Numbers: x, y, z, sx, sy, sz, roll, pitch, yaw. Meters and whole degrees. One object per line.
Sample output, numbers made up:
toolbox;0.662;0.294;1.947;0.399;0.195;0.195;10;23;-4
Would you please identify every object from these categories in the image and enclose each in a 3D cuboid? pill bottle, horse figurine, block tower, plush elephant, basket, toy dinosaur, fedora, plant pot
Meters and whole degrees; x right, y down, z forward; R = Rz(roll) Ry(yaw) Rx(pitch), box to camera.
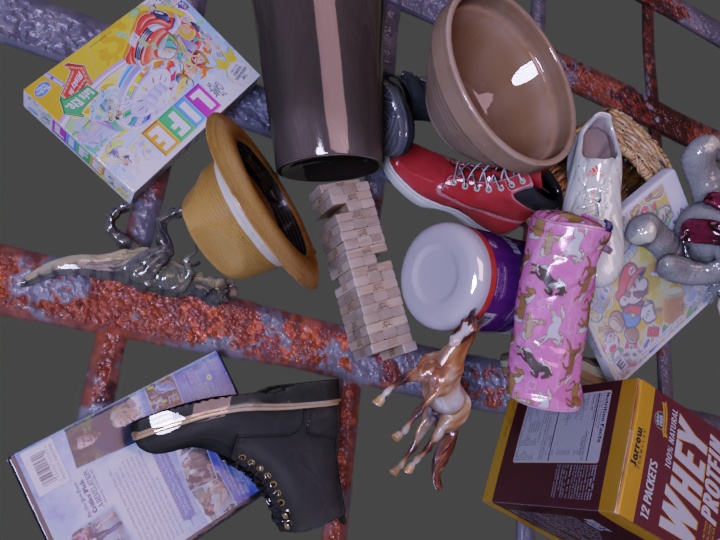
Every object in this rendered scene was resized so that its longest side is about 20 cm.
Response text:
pill bottle;0.144;0.014;0.731;0.198;0.111;0.114;8;71;-46
horse figurine;0.077;0.142;0.670;0.132;0.050;0.202;-40;138;-26
block tower;0.000;0.000;0.710;0.057;0.054;0.203;-13;82;-29
plush elephant;0.426;-0.030;0.718;0.164;0.154;0.201;-42;109;-13
basket;0.320;-0.091;0.852;0.148;0.142;0.201;-36;93;-31
toy dinosaur;-0.207;-0.017;0.613;0.197;0.047;0.090;8;79;-22
basket;-0.037;-0.203;0.671;0.180;0.134;0.204;5;80;-66
fedora;-0.113;-0.051;0.620;0.081;0.201;0.203;-29;90;6
plant pot;0.134;-0.189;0.697;0.199;0.092;0.204;15;65;-35

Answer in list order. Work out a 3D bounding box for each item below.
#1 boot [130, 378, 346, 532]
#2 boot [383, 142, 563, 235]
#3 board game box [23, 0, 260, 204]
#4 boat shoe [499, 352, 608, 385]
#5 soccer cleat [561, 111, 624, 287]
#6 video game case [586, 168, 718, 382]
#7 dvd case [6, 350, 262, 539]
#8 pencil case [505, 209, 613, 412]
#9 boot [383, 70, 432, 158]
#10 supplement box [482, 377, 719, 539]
boot;-0.097;0.179;0.579;0.197;0.077;0.141;-4;82;-29
boot;0.135;-0.115;0.761;0.198;0.144;0.073;25;66;-18
board game box;-0.215;-0.185;0.661;0.134;0.034;0.201;43;61;-11
boat shoe;0.255;0.142;0.797;0.197;0.071;0.078;10;83;-25
soccer cleat;0.257;-0.081;0.714;0.068;0.078;0.203;4;63;6
video game case;0.340;0.008;0.783;0.199;0.023;0.184;-36;108;-14
dvd case;-0.185;0.181;0.581;0.198;0.017;0.144;-26;89;-32
pencil case;0.200;0.042;0.658;0.085;0.083;0.204;10;101;13
boot;0.095;-0.188;0.777;0.197;0.066;0.166;2;44;-29
supplement box;0.282;0.232;0.706;0.196;0.200;0.134;31;64;-16
